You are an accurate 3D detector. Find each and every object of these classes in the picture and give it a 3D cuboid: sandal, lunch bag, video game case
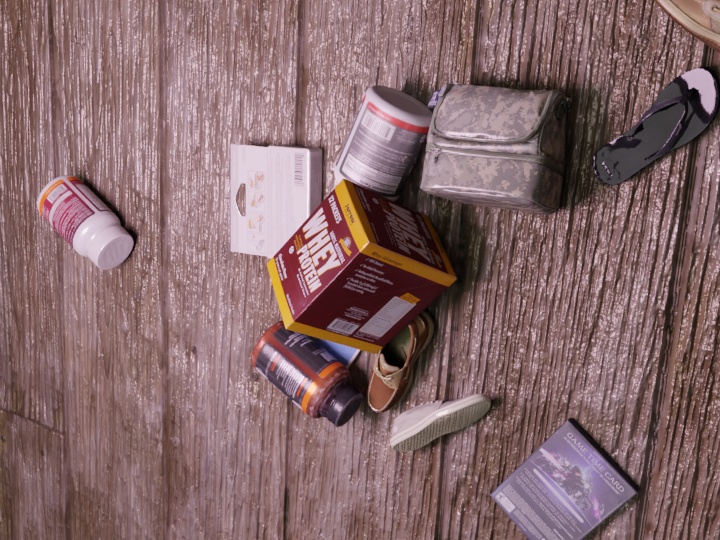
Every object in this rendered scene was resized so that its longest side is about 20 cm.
[{"bbox_3d":[0.395,-0.183,1.116,0.076,0.043,0.200,52,123,13],"label":"sandal"},{"bbox_3d":[0.193,-0.180,1.202,0.198,0.139,0.170,11,90,31],"label":"lunch bag"},{"bbox_3d":[0.311,0.344,1.300,0.143,0.019,0.201,46,120,16],"label":"video game case"}]

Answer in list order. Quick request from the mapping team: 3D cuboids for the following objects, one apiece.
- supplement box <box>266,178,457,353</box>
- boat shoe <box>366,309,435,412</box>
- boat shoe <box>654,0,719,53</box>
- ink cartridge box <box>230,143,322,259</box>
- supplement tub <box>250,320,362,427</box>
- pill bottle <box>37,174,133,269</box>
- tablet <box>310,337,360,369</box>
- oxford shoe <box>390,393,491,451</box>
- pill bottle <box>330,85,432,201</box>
[{"bbox_3d":[0.000,0.000,1.295,0.200,0.196,0.134,-45,46,27],"label":"supplement box"},{"bbox_3d":[0.053,0.151,1.395,0.075,0.074,0.201,33,116,24],"label":"boat shoe"},{"bbox_3d":[0.449,-0.311,1.042,0.200,0.071,0.065,40,113,11],"label":"boat shoe"},{"bbox_3d":[-0.151,-0.122,1.490,0.175,0.045,0.202,10,105,31],"label":"ink cartridge box"},{"bbox_3d":[-0.091,0.183,1.462,0.199,0.107,0.108,38,118,23],"label":"supplement tub"},{"bbox_3d":[-0.567,-0.098,1.732,0.200,0.109,0.110,42,119,19],"label":"pill bottle"},{"bbox_3d":[-0.047,0.102,1.489,0.130,0.014,0.201,43,119,19],"label":"tablet"},{"bbox_3d":[0.125,0.237,1.376,0.199,0.075,0.058,-32,46,32],"label":"oxford shoe"},{"bbox_3d":[0.026,-0.176,1.318,0.116,0.116,0.201,37,118,22],"label":"pill bottle"}]
